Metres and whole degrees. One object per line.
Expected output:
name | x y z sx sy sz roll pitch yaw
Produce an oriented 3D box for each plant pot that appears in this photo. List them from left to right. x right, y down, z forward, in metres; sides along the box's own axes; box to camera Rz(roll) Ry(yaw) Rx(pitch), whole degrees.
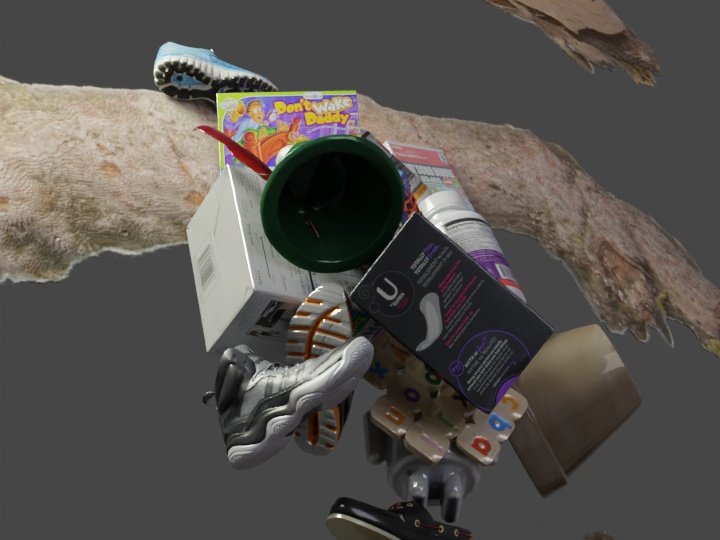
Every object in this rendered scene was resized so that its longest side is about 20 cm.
plant pot | 0.261 0.163 1.234 0.202 0.171 0.200 58 6 -11

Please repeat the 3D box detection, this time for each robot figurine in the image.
robot figurine | 0.085 0.201 1.153 0.165 0.114 0.203 4 45 -2

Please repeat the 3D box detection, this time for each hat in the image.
hat | -0.060 -0.120 1.119 0.200 0.165 0.177 44 10 -35

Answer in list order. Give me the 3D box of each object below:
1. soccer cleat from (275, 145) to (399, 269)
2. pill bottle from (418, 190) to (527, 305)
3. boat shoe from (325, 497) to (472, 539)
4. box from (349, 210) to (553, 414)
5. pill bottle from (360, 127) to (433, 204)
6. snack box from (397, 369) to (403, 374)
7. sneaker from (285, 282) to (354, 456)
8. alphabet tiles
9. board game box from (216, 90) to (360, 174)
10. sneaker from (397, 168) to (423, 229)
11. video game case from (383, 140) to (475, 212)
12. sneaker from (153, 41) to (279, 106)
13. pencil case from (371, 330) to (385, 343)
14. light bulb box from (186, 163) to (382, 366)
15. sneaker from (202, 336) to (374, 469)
soccer cleat | -0.028 -0.073 1.151 0.199 0.069 0.078 41 42 -4
pill bottle | 0.139 -0.008 1.291 0.110 0.112 0.202 10 43 -35
boat shoe | 0.045 0.289 1.055 0.199 0.073 0.064 29 57 -28
box | 0.097 0.047 1.065 0.199 0.123 0.106 40 -1 1
pill bottle | 0.003 -0.136 1.404 0.200 0.117 0.116 43 37 0
snack box | 0.094 0.106 1.287 0.198 0.071 0.025 -18 86 -50
sneaker | -0.040 0.107 1.093 0.077 0.204 0.077 14 21 18
alphabet tiles | 0.095 0.138 1.124 0.194 0.015 0.200 33 45 14
board game box | -0.098 -0.176 1.313 0.195 0.045 0.137 -3 67 -9
sneaker | 0.041 -0.084 1.217 0.199 0.079 0.076 40 33 -5
video game case | 0.126 -0.129 1.594 0.141 0.017 0.203 3 52 -41
sneaker | -0.207 -0.290 1.397 0.197 0.079 0.091 16 41 -32
pencil case | 0.000 0.000 1.291 0.086 0.087 0.203 11 50 -35
light bulb box | -0.091 0.001 1.177 0.197 0.125 0.201 13 45 -34
sneaker | -0.085 0.113 1.027 0.115 0.199 0.075 52 7 21
